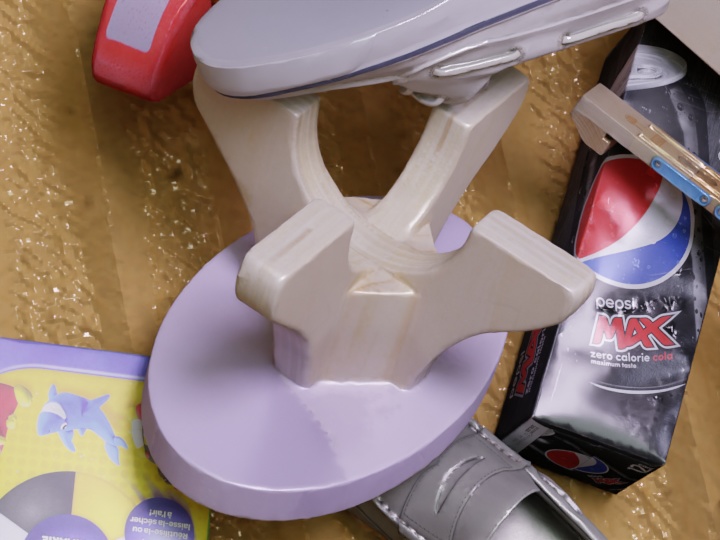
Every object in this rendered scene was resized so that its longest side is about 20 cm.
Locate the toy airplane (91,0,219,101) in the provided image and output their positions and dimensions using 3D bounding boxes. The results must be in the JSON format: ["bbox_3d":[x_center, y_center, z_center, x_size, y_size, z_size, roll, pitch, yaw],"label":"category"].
[{"bbox_3d":[-0.037,-0.178,1.184,0.199,0.141,0.200,-16,57,-1],"label":"toy airplane"}]

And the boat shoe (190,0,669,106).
[{"bbox_3d":[0.032,-0.100,1.101,0.199,0.066,0.072,-22,39,-11],"label":"boat shoe"}]

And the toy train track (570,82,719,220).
[{"bbox_3d":[0.167,-0.004,1.162,0.200,0.033,0.115,39,29,8],"label":"toy train track"}]

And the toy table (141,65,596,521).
[{"bbox_3d":[0.000,0.000,1.121,0.183,0.117,0.200,25,42,8],"label":"toy table"}]

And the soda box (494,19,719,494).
[{"bbox_3d":[0.120,-0.009,1.214,0.063,0.071,0.201,19,71,-7],"label":"soda box"}]

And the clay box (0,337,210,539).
[{"bbox_3d":[-0.122,0.133,1.129,0.114,0.048,0.201,7,73,-11],"label":"clay box"}]

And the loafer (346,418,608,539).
[{"bbox_3d":[0.051,0.100,1.168,0.200,0.070,0.070,39,70,0],"label":"loafer"}]

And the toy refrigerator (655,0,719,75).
[{"bbox_3d":[0.193,-0.162,1.235,0.076,0.070,0.200,41,41,0],"label":"toy refrigerator"}]
